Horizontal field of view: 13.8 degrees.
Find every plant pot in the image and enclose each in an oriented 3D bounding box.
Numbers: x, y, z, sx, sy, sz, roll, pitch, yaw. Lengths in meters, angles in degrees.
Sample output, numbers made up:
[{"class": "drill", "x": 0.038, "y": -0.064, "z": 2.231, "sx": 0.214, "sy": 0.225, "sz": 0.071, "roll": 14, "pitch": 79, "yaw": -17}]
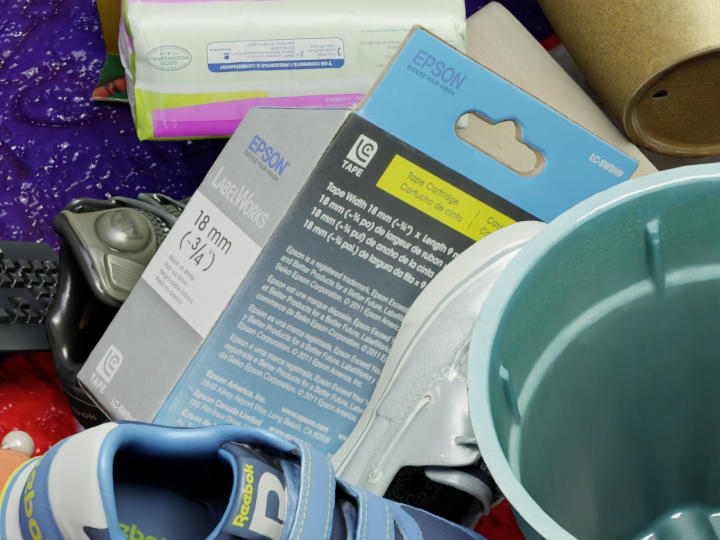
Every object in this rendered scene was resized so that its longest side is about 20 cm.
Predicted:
[{"class": "plant pot", "x": 0.147, "y": 0.098, "z": 1.144, "sx": 0.199, "sy": 0.196, "sz": 0.201, "roll": -4, "pitch": 50, "yaw": 5}, {"class": "plant pot", "x": 0.146, "y": -0.159, "z": 1.345, "sx": 0.186, "sy": 0.187, "sz": 0.201, "roll": -10, "pitch": 61, "yaw": -2}]

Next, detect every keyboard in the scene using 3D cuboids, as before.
[{"class": "keyboard", "x": -0.207, "y": -0.006, "z": 1.304, "sx": 0.200, "sy": 0.021, "sz": 0.127, "roll": 2, "pitch": 34, "yaw": -51}]

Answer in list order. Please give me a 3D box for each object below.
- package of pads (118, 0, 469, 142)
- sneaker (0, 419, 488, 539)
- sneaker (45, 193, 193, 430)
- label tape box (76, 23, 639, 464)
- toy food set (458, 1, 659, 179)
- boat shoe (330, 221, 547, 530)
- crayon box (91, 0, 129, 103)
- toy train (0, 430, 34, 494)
[{"class": "package of pads", "x": -0.030, "y": -0.131, "z": 1.342, "sx": 0.154, "sy": 0.068, "sz": 0.200, "roll": -2, "pitch": 32, "yaw": 2}, {"class": "sneaker", "x": -0.029, "y": 0.102, "z": 1.077, "sx": 0.199, "sy": 0.082, "sz": 0.074, "roll": 12, "pitch": 60, "yaw": -18}, {"class": "sneaker", "x": -0.059, "y": -0.014, "z": 1.283, "sx": 0.199, "sy": 0.114, "sz": 0.076, "roll": -45, "pitch": 52, "yaw": -9}, {"class": "label tape box", "x": 0.000, "y": 0.000, "z": 1.216, "sx": 0.200, "sy": 0.144, "sz": 0.063, "roll": -56, "pitch": 40, "yaw": 7}, {"class": "toy food set", "x": 0.055, "y": -0.020, "z": 1.351, "sx": 0.143, "sy": 0.060, "sz": 0.200, "roll": -35, "pitch": 53, "yaw": -7}, {"class": "boat shoe", "x": 0.035, "y": 0.076, "z": 1.190, "sx": 0.201, "sy": 0.070, "sz": 0.071, "roll": -56, "pitch": 36, "yaw": 4}, {"class": "crayon box", "x": -0.055, "y": -0.167, "z": 1.479, "sx": 0.126, "sy": 0.051, "sz": 0.200, "roll": 4, "pitch": 52, "yaw": 9}, {"class": "toy train", "x": -0.123, "y": 0.133, "z": 1.236, "sx": 0.199, "sy": 0.056, "sz": 0.150, "roll": 17, "pitch": 55, "yaw": 19}]
